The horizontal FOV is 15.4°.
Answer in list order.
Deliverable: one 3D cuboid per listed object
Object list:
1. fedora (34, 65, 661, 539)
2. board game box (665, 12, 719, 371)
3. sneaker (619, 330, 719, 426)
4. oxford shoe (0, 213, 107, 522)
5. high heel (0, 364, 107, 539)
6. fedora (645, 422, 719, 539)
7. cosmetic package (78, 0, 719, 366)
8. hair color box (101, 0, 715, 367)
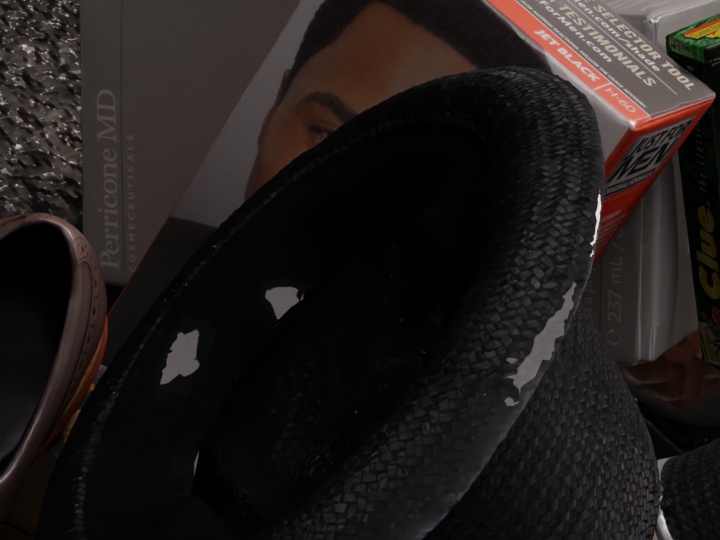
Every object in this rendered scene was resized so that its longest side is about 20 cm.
[{"bbox_3d":[0.010,0.044,0.640,0.092,0.200,0.201,45,34,-21],"label":"fedora"},{"bbox_3d":[0.177,-0.052,0.793,0.199,0.105,0.023,-23,25,-27],"label":"board game box"},{"bbox_3d":[0.104,-0.029,0.909,0.080,0.071,0.201,18,40,-44],"label":"sneaker"},{"bbox_3d":[-0.129,0.068,0.662,0.071,0.073,0.201,28,74,-2],"label":"oxford shoe"},{"bbox_3d":[-0.131,0.070,0.721,0.199,0.072,0.142,29,38,21],"label":"high heel"},{"bbox_3d":[0.145,0.100,0.733,0.201,0.091,0.201,48,19,-22],"label":"fedora"},{"bbox_3d":[0.014,-0.041,0.822,0.199,0.107,0.090,5,14,26],"label":"cosmetic package"},{"bbox_3d":[0.000,0.000,0.755,0.101,0.200,0.061,42,28,16],"label":"hair color box"}]
